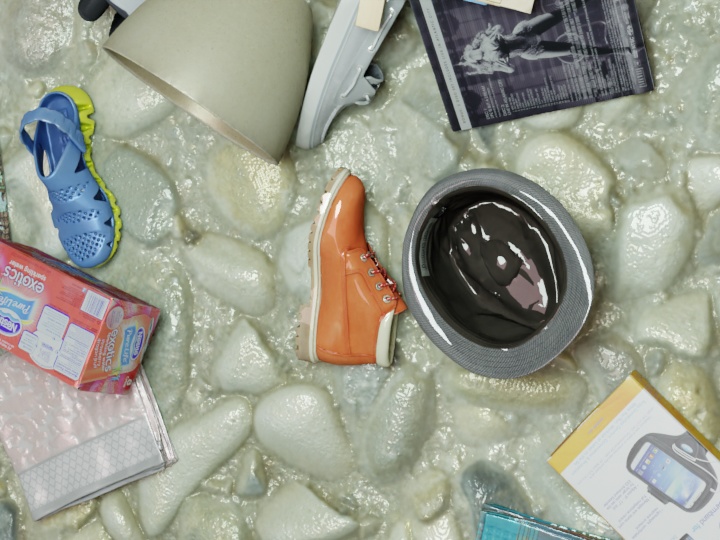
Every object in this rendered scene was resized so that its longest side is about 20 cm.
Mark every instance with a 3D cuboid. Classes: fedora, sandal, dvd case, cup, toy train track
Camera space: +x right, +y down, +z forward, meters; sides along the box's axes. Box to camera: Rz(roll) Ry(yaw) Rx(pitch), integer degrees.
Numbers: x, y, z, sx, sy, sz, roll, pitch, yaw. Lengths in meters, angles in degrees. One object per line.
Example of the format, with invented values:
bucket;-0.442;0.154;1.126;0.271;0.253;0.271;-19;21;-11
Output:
fedora;0.134;0.001;1.192;0.200;0.090;0.177;44;105;18
sandal;-0.317;-0.099;1.349;0.079;0.087;0.202;-17;90;18
dvd case;0.159;-0.213;1.166;0.198;0.016;0.150;-10;123;19
cup;-0.124;-0.215;1.205;0.199;0.200;0.144;33;89;14
toy train track;0.060;-0.266;1.131;0.198;0.033;0.116;14;106;5

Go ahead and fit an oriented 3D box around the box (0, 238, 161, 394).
box;-0.325;0.046;1.329;0.199;0.095;0.104;22;90;26

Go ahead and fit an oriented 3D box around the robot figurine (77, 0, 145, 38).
robot figurine;-0.198;-0.320;1.270;0.200;0.150;0.125;-42;64;18

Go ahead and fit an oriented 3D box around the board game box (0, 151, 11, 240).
board game box;-0.471;-0.092;1.365;0.096;0.159;0.203;-5;92;21

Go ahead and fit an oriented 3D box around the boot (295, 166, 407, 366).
boot;0.000;0.000;1.255;0.106;0.075;0.202;10;106;15

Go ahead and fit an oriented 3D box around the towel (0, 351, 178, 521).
towel;-0.320;0.160;1.399;0.198;0.032;0.193;-24;86;19

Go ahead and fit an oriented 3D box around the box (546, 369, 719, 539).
box;0.287;0.206;1.182;0.200;0.041;0.119;45;107;9

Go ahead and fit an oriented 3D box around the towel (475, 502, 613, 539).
towel;0.170;0.345;1.244;0.145;0.022;0.202;13;99;19

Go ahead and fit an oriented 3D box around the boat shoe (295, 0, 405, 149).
boat shoe;-0.010;-0.196;1.223;0.068;0.072;0.201;20;123;-5
